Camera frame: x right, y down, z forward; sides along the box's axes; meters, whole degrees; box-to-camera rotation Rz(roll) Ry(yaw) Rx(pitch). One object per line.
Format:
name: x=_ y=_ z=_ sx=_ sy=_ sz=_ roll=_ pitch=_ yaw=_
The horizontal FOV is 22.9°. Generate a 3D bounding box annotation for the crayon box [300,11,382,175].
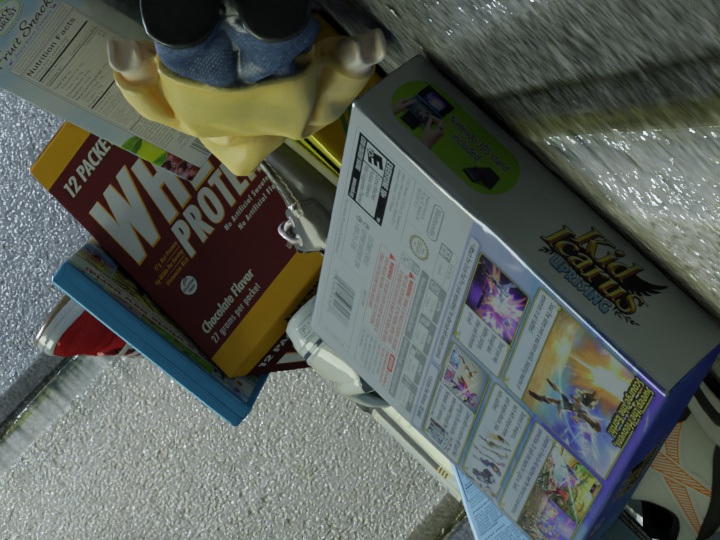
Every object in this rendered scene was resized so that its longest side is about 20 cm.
crayon box: x=-0.005 y=-0.081 z=0.978 sx=0.200 sy=0.051 sz=0.127 roll=44 pitch=179 yaw=-17

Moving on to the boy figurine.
boy figurine: x=-0.049 y=-0.094 z=0.805 sx=0.200 sy=0.123 sz=0.065 roll=84 pitch=-179 yaw=-78

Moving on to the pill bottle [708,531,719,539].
pill bottle: x=0.258 y=0.218 z=0.909 sx=0.200 sy=0.112 sz=0.112 roll=44 pitch=179 yaw=-3

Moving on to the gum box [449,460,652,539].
gum box: x=0.125 y=0.173 z=0.965 sx=0.170 sy=0.044 sz=0.200 roll=43 pitch=-164 yaw=-30

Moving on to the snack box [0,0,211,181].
snack box: x=-0.168 y=-0.141 z=0.899 sx=0.169 sy=0.068 sz=0.200 roll=43 pitch=-170 yaw=29

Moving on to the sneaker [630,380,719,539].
sneaker: x=0.126 y=0.063 z=0.861 sx=0.200 sy=0.080 sz=0.074 roll=46 pitch=180 yaw=-19

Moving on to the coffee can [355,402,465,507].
coffee can: x=0.116 y=0.117 z=1.350 sx=0.200 sy=0.146 sz=0.146 roll=44 pitch=179 yaw=9

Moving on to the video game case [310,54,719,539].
video game case: x=0.061 y=0.027 z=0.807 sx=0.181 sy=0.045 sz=0.200 roll=45 pitch=154 yaw=17

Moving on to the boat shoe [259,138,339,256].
boat shoe: x=0.000 y=0.000 z=0.973 sx=0.200 sy=0.057 sz=0.067 roll=44 pitch=179 yaw=-3

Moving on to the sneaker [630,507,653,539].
sneaker: x=0.185 y=0.113 z=1.130 sx=0.200 sy=0.075 sz=0.081 roll=38 pitch=-156 yaw=5

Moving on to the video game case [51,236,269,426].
video game case: x=-0.116 y=0.022 z=1.152 sx=0.143 sy=0.018 sz=0.200 roll=39 pitch=-166 yaw=-4

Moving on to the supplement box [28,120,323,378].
supplement box: x=-0.070 y=-0.048 z=1.171 sx=0.197 sy=0.133 sz=0.200 roll=44 pitch=-166 yaw=16

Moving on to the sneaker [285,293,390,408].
sneaker: x=0.005 y=0.052 z=1.093 sx=0.071 sy=0.073 sz=0.200 roll=51 pitch=-171 yaw=9

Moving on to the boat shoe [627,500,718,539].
boat shoe: x=0.148 y=0.080 z=0.961 sx=0.200 sy=0.062 sz=0.073 roll=43 pitch=159 yaw=-27

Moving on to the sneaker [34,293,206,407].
sneaker: x=-0.136 y=0.046 z=1.211 sx=0.112 sy=0.071 sz=0.200 roll=45 pitch=-158 yaw=6
